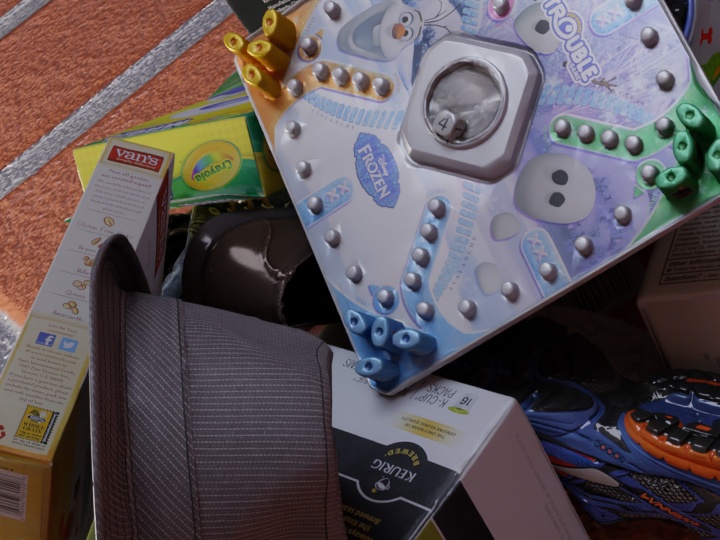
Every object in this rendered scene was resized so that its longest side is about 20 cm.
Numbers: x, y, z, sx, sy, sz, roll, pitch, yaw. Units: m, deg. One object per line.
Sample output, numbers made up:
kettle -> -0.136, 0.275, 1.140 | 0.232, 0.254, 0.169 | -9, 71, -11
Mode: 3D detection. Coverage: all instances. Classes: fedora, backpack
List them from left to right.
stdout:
fedora -> -0.052, 0.076, 0.612 | 0.089, 0.200, 0.179 | -3, 65, -6
backpack -> 0.091, -0.110, 0.806 | 0.199, 0.146, 0.184 | 36, 100, 34

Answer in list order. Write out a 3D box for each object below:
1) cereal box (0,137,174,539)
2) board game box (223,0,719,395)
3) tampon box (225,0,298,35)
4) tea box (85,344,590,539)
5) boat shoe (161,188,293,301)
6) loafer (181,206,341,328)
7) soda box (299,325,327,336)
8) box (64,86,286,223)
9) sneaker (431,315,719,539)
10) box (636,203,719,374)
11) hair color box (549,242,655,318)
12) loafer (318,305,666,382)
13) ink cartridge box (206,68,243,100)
cereal box -> -0.128, 0.056, 0.716 | 0.039, 0.145, 0.201 | 13, 43, 1
board game box -> 0.047, -0.077, 0.724 | 0.199, 0.026, 0.202 | -32, 66, 18
tampon box -> -0.038, -0.253, 0.945 | 0.125, 0.201, 0.151 | -20, 33, 27
tea box -> -0.028, 0.151, 0.755 | 0.199, 0.134, 0.197 | 13, 53, 45
boat shoe -> -0.070, -0.019, 0.901 | 0.070, 0.091, 0.201 | -20, 35, 32
loafer -> 0.000, 0.000, 0.826 | 0.071, 0.074, 0.199 | 25, 30, 39
soda box -> -0.057, 0.064, 0.941 | 0.199, 0.069, 0.064 | -33, 34, -5
box -> -0.071, -0.071, 0.882 | 0.116, 0.049, 0.200 | -7, 15, 28
sneaker -> 0.108, 0.083, 0.759 | 0.198, 0.079, 0.075 | 18, 37, 30
box -> 0.234, -0.022, 0.799 | 0.127, 0.109, 0.201 | -5, 42, 34
hair color box -> 0.096, -0.036, 0.958 | 0.110, 0.064, 0.200 | -33, 36, -1
loafer -> 0.072, 0.062, 0.853 | 0.197, 0.070, 0.070 | 3, 47, 15
ink cartridge box -> -0.002, -0.142, 1.084 | 0.145, 0.085, 0.200 | -23, 18, 22
